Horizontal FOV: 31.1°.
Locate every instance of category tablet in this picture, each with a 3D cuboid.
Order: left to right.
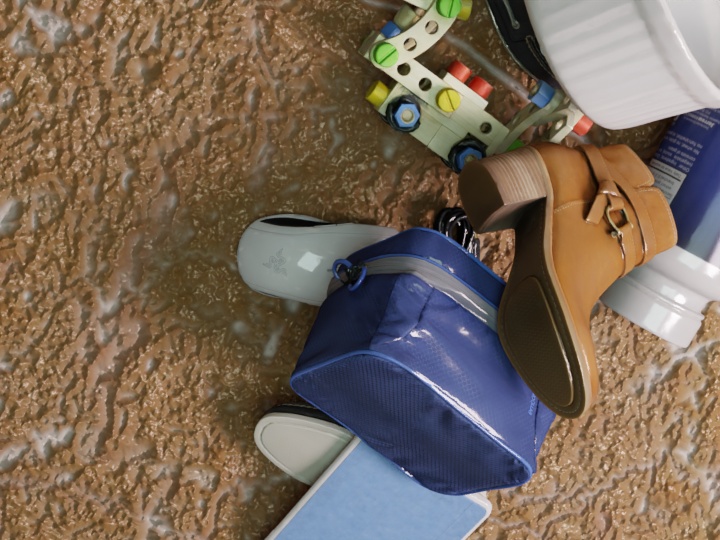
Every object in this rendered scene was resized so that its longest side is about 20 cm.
[{"bbox_3d":[0.001,0.223,1.065,0.130,0.014,0.200,32,119,-13],"label":"tablet"}]

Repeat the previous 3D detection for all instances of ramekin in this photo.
[{"bbox_3d":[0.192,-0.198,0.917,0.097,0.201,0.201,-19,106,32],"label":"ramekin"}]

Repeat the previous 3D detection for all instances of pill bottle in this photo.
[{"bbox_3d":[0.270,-0.046,1.014,0.111,0.111,0.201,26,99,-10],"label":"pill bottle"}]

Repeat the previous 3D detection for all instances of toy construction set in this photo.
[{"bbox_3d":[0.081,-0.150,0.991,0.199,0.092,0.131,35,97,-1],"label":"toy construction set"}]

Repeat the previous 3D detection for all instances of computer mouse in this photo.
[{"bbox_3d":[0.000,0.000,1.035,0.198,0.044,0.110,3,103,-6],"label":"computer mouse"}]

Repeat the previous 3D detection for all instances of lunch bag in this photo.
[{"bbox_3d":[0.052,0.059,0.960,0.200,0.136,0.133,40,56,-22],"label":"lunch bag"}]

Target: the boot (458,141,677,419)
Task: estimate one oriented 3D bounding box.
[{"bbox_3d":[0.168,-0.003,0.925,0.154,0.074,0.201,-9,77,-33],"label":"boot"}]

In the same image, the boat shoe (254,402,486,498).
[{"bbox_3d":[0.012,0.145,1.061,0.199,0.061,0.074,16,132,-5],"label":"boat shoe"}]

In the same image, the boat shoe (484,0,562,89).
[{"bbox_3d":[0.132,-0.211,0.990,0.072,0.063,0.200,-35,103,4],"label":"boat shoe"}]
